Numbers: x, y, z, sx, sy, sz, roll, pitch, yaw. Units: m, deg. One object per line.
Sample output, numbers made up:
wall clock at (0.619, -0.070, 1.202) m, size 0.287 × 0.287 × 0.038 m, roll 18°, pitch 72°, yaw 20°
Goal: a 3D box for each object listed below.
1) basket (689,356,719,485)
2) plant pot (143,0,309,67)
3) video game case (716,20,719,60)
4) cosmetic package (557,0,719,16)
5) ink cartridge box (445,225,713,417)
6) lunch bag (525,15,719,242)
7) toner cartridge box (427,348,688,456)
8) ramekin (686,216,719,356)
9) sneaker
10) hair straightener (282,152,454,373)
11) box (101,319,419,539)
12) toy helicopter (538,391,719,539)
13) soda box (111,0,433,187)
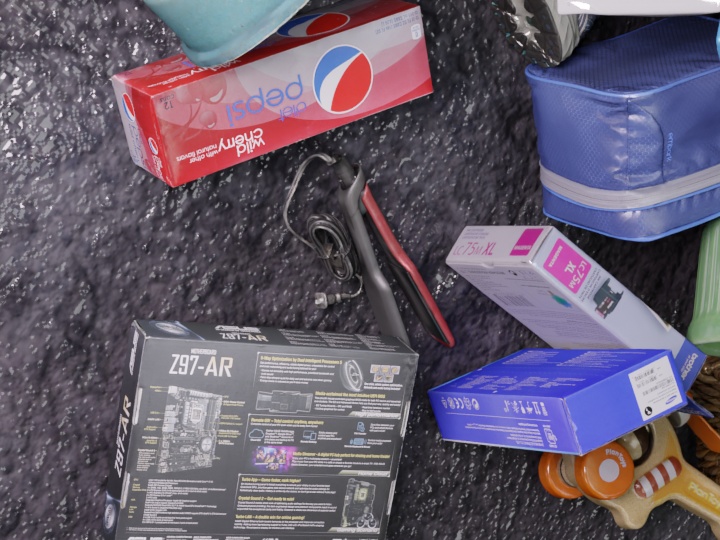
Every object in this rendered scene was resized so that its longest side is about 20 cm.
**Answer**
basket at (0.392, 0.110, 1.322) m, size 0.200 × 0.143 × 0.149 m, roll -25°, pitch 117°, yaw -22°
plant pot at (-0.106, -0.253, 0.881) m, size 0.196 × 0.200 × 0.200 m, roll 37°, pitch 86°, yaw -26°
video game case at (0.268, -0.192, 1.036) m, size 0.143 × 0.018 × 0.200 m, roll 55°, pitch 45°, yaw -55°
cosmetic package at (0.212, -0.216, 1.064) m, size 0.200 × 0.113 × 0.081 m, roll -29°, pitch 119°, yaw -65°
ink cartridge box at (0.169, 0.036, 1.154) m, size 0.200 × 0.119 × 0.042 m, roll 40°, pitch 74°, yaw -22°
lunch bag at (0.229, -0.102, 1.157) m, size 0.200 × 0.136 × 0.132 m, roll -20°, pitch 116°, yaw -26°
toner cartridge box at (0.136, 0.092, 1.125) m, size 0.095 × 0.200 × 0.043 m, roll -20°, pitch 96°, yaw -23°
ramekin at (0.342, 0.012, 1.150) m, size 0.200 × 0.200 × 0.098 m, roll 8°, pitch 81°, yaw -33°
sneaker at (0.122, -0.247, 1.092) m, size 0.086 × 0.078 × 0.200 m, roll -41°, pitch 130°, yaw -27°
hair straightener at (0.000, 0.000, 1.107) m, size 0.077 × 0.041 × 0.200 m, roll -37°, pitch 127°, yaw -15°
box at (-0.070, 0.121, 1.086) m, size 0.200 × 0.044 × 0.160 m, roll 4°, pitch 104°, yaw -22°
toy helicopter at (0.253, 0.157, 1.270) m, size 0.200 × 0.079 × 0.132 m, roll 32°, pitch 73°, yaw -14°
soda box at (-0.055, -0.121, 1.018) m, size 0.200 × 0.070 × 0.063 m, roll -23°, pitch 118°, yaw -23°
